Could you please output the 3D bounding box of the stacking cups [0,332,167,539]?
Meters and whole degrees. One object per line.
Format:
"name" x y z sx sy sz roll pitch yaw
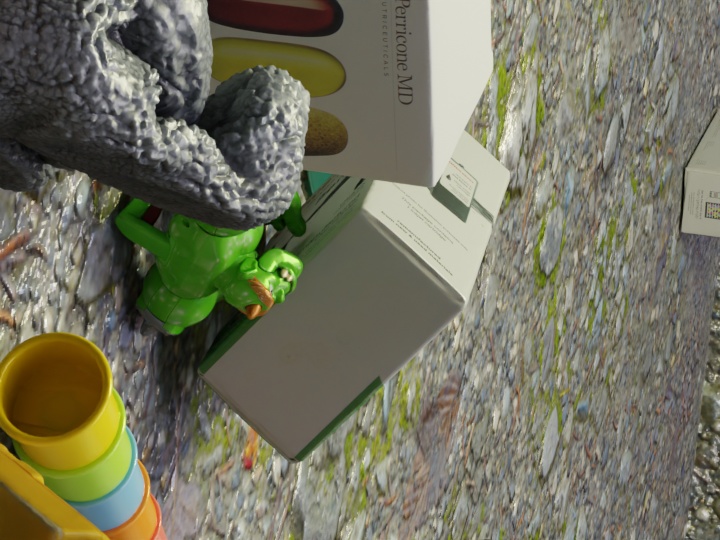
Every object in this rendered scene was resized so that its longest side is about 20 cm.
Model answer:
"stacking cups" -0.132 0.099 1.434 0.200 0.060 0.061 71 31 -62

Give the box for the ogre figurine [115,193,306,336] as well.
"ogre figurine" -0.065 -0.034 1.518 0.098 0.200 0.120 49 51 -10

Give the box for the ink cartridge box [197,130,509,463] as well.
"ink cartridge box" 0.000 0.000 1.640 0.147 0.083 0.200 -45 -172 22

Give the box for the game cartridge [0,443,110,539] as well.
"game cartridge" -0.154 0.178 1.243 0.200 0.032 0.177 -156 -108 -70

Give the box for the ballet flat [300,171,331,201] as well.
"ballet flat" -0.006 -0.132 1.757 0.072 0.071 0.201 -43 139 -66

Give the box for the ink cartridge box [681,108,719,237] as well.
"ink cartridge box" 0.474 -0.105 3.282 0.200 0.175 0.084 -51 146 -60

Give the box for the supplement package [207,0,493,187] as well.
"supplement package" -0.045 -0.125 1.355 0.110 0.199 0.114 -62 155 -50

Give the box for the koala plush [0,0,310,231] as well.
"koala plush" -0.110 -0.141 1.188 0.184 0.177 0.201 33 70 -62
